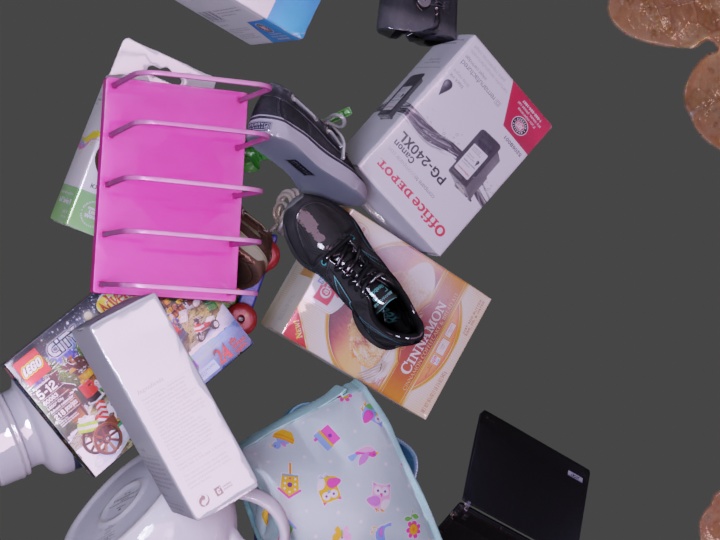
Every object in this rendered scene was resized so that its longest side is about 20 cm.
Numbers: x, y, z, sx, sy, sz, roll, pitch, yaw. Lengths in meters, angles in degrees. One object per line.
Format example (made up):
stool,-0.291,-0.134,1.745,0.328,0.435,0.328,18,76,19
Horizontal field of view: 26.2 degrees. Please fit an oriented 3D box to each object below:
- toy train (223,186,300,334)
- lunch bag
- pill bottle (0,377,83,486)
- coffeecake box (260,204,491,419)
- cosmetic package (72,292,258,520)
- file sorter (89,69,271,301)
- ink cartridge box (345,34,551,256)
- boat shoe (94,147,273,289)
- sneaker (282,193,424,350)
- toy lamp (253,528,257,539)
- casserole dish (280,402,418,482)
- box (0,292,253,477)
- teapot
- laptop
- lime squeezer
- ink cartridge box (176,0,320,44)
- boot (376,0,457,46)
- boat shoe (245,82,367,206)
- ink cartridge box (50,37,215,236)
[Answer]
toy train,-0.141,-0.031,1.603,0.115,0.085,0.201,20,83,-8
lunch bag,-0.032,0.233,1.607,0.170,0.122,0.201,-26,99,-20
pill bottle,-0.279,0.132,1.530,0.199,0.119,0.120,-22,105,-19
coffeecake box,0.018,0.044,1.678,0.200,0.073,0.154,32,84,-23
cosmetic package,-0.179,0.123,1.410,0.074,0.102,0.201,-29,97,-20
file sorter,-0.159,-0.075,1.405,0.138,0.125,0.201,4,88,-22
ink cartridge box,0.087,-0.135,1.681,0.145,0.083,0.200,46,77,-22
boat shoe,-0.170,-0.068,1.519,0.202,0.075,0.075,43,44,-17
sneaker,0.000,0.000,1.582,0.075,0.079,0.200,-45,109,-12
toy lamp,-0.074,0.356,1.686,0.058,0.058,0.201,-20,107,-21
casserole dish,-0.028,0.218,1.698,0.199,0.039,0.122,27,85,-24
box,-0.220,0.080,1.471,0.200,0.038,0.137,-41,99,-18
teapot,-0.189,0.277,1.548,0.197,0.200,0.146,-47,108,-13
laptop,0.157,0.298,1.807,0.177,0.103,0.200,31,109,-23
lime squeezer,-0.092,-0.136,1.615,0.038,0.071,0.200,53,40,9
ink cartridge box,-0.135,-0.334,1.522,0.199,0.147,0.145,28,85,-25
boot,0.034,-0.348,1.636,0.164,0.066,0.201,6,92,-25
boat shoe,-0.048,-0.126,1.557,0.199,0.073,0.068,34,63,-50
ink cartridge box,-0.217,-0.122,1.554,0.117,0.067,0.201,22,88,-25
